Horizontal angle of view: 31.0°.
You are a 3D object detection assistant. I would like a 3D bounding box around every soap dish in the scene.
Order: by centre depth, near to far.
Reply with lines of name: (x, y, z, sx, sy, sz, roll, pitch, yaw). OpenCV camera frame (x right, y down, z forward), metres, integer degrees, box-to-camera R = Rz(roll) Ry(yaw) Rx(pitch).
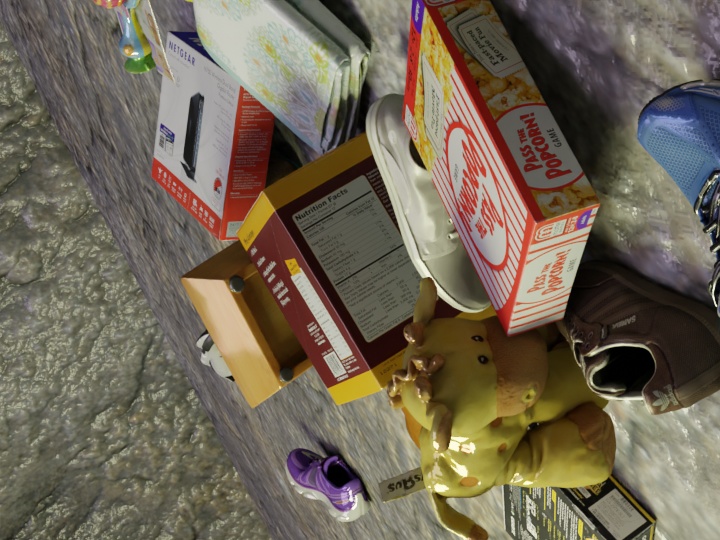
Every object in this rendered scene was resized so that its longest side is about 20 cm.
soap dish: (-0.067, 0.025, 1.355, 0.081, 0.200, 0.158, -6, 115, 58)

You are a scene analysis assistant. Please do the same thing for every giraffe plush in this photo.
giraffe plush: (0.085, 0.085, 0.953, 0.173, 0.200, 0.162, 50, 170, 35)

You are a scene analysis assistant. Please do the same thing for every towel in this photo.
towel: (-0.076, -0.208, 1.167, 0.200, 0.048, 0.171, 42, 159, 12)

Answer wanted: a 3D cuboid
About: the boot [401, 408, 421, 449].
boot: (0.075, 0.149, 1.353, 0.144, 0.071, 0.201, 57, 169, -2)

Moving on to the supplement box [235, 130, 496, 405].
supplement box: (0.000, 0.000, 1.208, 0.201, 0.132, 0.197, 59, 164, 2)

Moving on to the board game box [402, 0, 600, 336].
board game box: (0.088, -0.078, 0.881, 0.152, 0.046, 0.201, 92, 158, -60)

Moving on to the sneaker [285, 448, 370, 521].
sneaker: (-0.051, 0.323, 2.076, 0.200, 0.080, 0.084, 23, 128, 50)

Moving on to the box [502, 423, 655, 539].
box: (0.194, 0.234, 1.188, 0.160, 0.049, 0.200, 45, 158, 35)

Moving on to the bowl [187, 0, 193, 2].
bowl: (-0.190, -0.335, 1.241, 0.200, 0.107, 0.200, 52, 162, 25)

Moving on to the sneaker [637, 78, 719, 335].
sneaker: (0.203, -0.016, 0.646, 0.200, 0.089, 0.079, 51, 161, 28)

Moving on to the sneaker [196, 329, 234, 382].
sneaker: (-0.244, 0.142, 2.340, 0.080, 0.074, 0.200, 41, 164, 12)

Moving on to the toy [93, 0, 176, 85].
toy: (-0.237, -0.270, 1.214, 0.115, 0.047, 0.200, 42, 157, 42)

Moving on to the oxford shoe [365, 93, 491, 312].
oxford shoe: (0.068, -0.052, 1.043, 0.058, 0.075, 0.201, -5, 119, 41)

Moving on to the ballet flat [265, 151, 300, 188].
ballet flat: (-0.131, -0.114, 1.514, 0.200, 0.072, 0.068, 37, 154, 54)

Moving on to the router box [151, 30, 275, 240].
router box: (-0.167, -0.154, 1.453, 0.200, 0.049, 0.180, 39, 126, 50)

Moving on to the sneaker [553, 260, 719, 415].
sneaker: (0.169, 0.045, 0.880, 0.071, 0.075, 0.200, 64, 163, -17)
